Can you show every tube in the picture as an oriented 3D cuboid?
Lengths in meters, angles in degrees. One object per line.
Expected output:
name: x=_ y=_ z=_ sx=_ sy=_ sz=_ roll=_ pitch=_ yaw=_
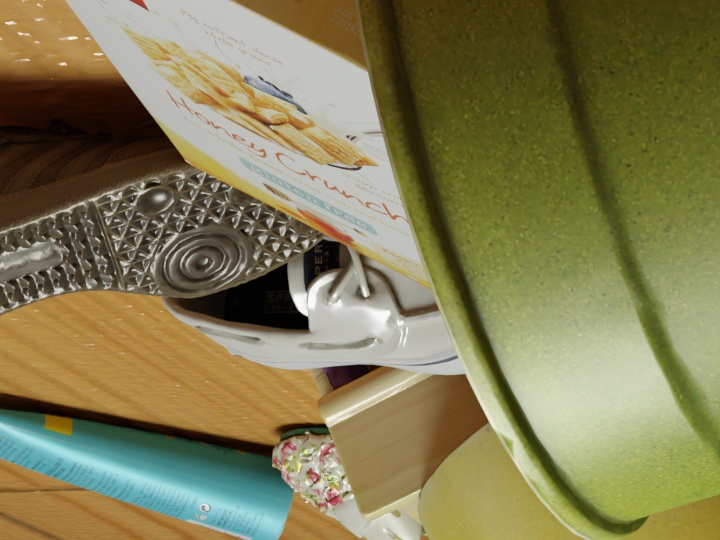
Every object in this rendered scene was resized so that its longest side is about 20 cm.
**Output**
tube: x=-0.138 y=0.111 z=1.204 sx=0.199 sy=0.051 sz=0.077 roll=16 pitch=154 yaw=-15

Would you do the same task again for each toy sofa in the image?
toy sofa: x=0.052 y=0.088 z=1.059 sx=0.083 sy=0.098 sz=0.200 roll=-26 pitch=153 yaw=10

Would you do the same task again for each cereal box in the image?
cereal box: x=-0.018 y=-0.056 z=0.627 sx=0.144 sy=0.040 sz=0.200 roll=28 pitch=169 yaw=22

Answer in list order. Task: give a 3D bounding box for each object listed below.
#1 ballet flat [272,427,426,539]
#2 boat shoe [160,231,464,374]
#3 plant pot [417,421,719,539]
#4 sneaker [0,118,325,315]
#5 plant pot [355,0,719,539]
ballet flat: x=0.044 y=0.137 z=1.197 sx=0.199 sy=0.064 sz=0.076 roll=13 pitch=149 yaw=-21
boat shoe: x=0.000 y=0.000 z=0.825 sx=0.066 sy=0.072 sz=0.200 roll=17 pitch=166 yaw=-42
plant pot: x=0.143 y=0.137 z=0.951 sx=0.199 sy=0.142 sz=0.200 roll=-17 pitch=153 yaw=-9
sneaker: x=-0.108 y=-0.031 z=0.779 sx=0.199 sy=0.076 sz=0.071 roll=-12 pitch=138 yaw=-14
plant pot: x=0.125 y=-0.056 z=0.483 sx=0.192 sy=0.201 sz=0.200 roll=-15 pitch=155 yaw=19
